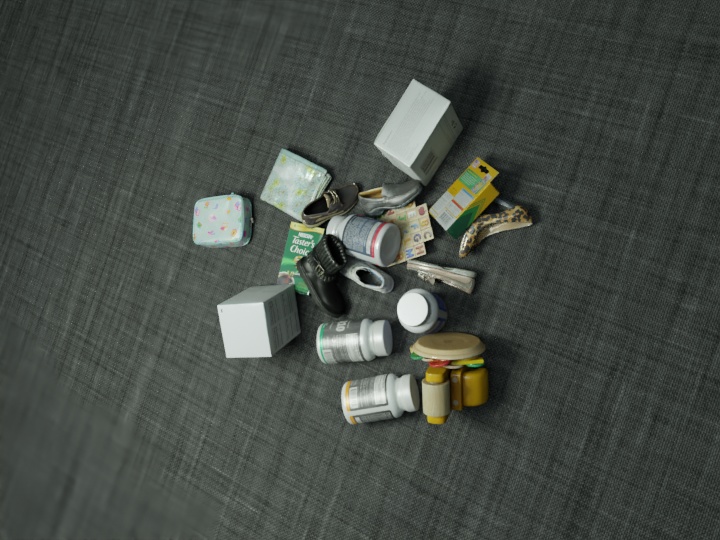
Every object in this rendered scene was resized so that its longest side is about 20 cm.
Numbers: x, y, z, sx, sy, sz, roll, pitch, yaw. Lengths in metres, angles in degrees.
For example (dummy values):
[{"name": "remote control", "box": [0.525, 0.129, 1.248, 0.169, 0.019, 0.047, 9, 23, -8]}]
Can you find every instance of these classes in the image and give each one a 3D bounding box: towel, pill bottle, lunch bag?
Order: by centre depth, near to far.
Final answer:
[{"name": "pill bottle", "box": [0.159, 0.107, 1.548, 0.109, 0.199, 0.116, -3, 81, 19]}, {"name": "pill bottle", "box": [0.055, 0.345, 1.603, 0.195, 0.116, 0.120, -13, 79, 18]}, {"name": "pill bottle", "box": [-0.015, 0.196, 1.650, 0.194, 0.113, 0.117, -7, 80, 19]}, {"name": "pill bottle", "box": [0.004, -0.092, 1.670, 0.196, 0.119, 0.123, 17, 89, 33]}, {"name": "towel", "box": [-0.199, -0.258, 1.813, 0.197, 0.048, 0.174, 29, 93, 22]}, {"name": "lunch bag", "box": [-0.432, -0.158, 1.872, 0.194, 0.077, 0.166, -3, 81, 20]}]

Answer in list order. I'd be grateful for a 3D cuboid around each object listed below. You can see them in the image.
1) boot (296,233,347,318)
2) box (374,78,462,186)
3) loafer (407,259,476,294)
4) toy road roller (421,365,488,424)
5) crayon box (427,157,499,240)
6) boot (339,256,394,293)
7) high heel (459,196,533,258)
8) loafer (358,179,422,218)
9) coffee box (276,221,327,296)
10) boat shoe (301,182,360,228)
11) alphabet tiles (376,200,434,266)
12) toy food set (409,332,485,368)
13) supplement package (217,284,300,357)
[{"name": "boot", "box": [-0.079, 0.019, 1.662, 0.157, 0.079, 0.213, -32, 97, 38]}, {"name": "box", "box": [0.162, -0.368, 1.609, 0.129, 0.198, 0.203, 35, 95, 20]}, {"name": "loafer", "box": [0.216, 0.016, 1.612, 0.194, 0.072, 0.065, 11, 94, 19]}, {"name": "toy road roller", "box": [0.244, 0.297, 1.492, 0.142, 0.199, 0.127, 0, 100, 23]}, {"name": "crayon box", "box": [0.285, -0.194, 1.586, 0.200, 0.051, 0.126, -48, 32, 10]}, {"name": "boot", "box": [0.000, 0.000, 1.678, 0.196, 0.095, 0.075, 23, 91, 22]}, {"name": "high heel", "box": [0.357, -0.096, 1.567, 0.141, 0.071, 0.203, 31, 87, 26]}, {"name": "loafer", "box": [0.081, -0.213, 1.661, 0.196, 0.073, 0.074, -21, 35, 27]}, {"name": "coffee box", "box": [-0.174, -0.036, 1.776, 0.120, 0.044, 0.206, 14, 88, 21]}, {"name": "boat shoe", "box": [-0.085, -0.194, 1.729, 0.198, 0.073, 0.075, -35, 76, -6]}, {"name": "alphabet tiles", "box": [0.112, -0.109, 1.674, 0.196, 0.006, 0.171, -19, 76, 31]}, {"name": "toy food set", "box": [0.223, 0.204, 1.517, 0.193, 0.198, 0.050, -3, 99, 0]}, {"name": "supplement package", "box": [-0.285, 0.141, 1.692, 0.147, 0.200, 0.155, -4, 102, 19]}]
